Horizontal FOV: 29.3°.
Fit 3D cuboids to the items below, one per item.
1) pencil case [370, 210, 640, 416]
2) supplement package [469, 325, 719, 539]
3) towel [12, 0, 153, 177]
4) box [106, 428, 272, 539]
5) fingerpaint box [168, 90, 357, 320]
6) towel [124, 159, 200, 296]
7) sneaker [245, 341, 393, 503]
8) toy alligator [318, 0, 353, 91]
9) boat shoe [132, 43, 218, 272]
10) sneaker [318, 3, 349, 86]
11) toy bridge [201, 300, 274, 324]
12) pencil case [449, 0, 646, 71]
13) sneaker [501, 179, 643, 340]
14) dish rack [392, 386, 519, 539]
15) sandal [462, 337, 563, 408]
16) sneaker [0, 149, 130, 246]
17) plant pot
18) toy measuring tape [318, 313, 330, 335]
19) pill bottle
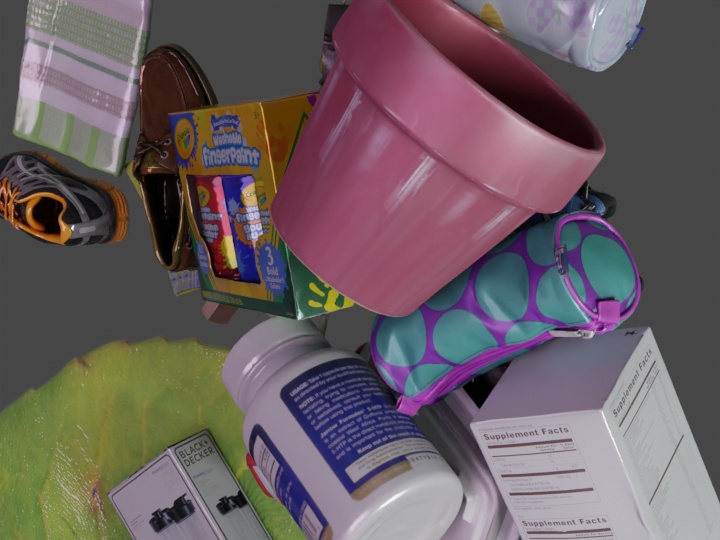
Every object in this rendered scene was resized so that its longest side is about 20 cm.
[{"bbox_3d":[0.100,0.032,0.999,0.200,0.085,0.093,-29,52,41],"label":"pencil case"},{"bbox_3d":[0.182,0.158,1.016,0.109,0.114,0.201,-11,113,36],"label":"supplement package"},{"bbox_3d":[-0.265,-0.204,1.297,0.149,0.031,0.201,23,110,29],"label":"towel"},{"bbox_3d":[-0.150,0.271,1.345,0.117,0.060,0.201,-39,80,36],"label":"box"},{"bbox_3d":[-0.078,-0.055,1.115,0.200,0.073,0.168,8,110,62],"label":"fingerpaint box"},{"bbox_3d":[-0.126,-0.063,1.256,0.199,0.023,0.145,-16,94,37],"label":"towel"},{"bbox_3d":[-0.038,0.138,1.222,0.112,0.071,0.201,24,118,24],"label":"sneaker"},{"bbox_3d":[-0.003,-0.174,1.124,0.054,0.059,0.201,3,102,-12],"label":"toy alligator"},{"bbox_3d":[-0.163,-0.099,1.216,0.072,0.068,0.201,-8,98,38],"label":"boat shoe"},{"bbox_3d":[0.020,-0.110,1.075,0.105,0.075,0.202,0,92,-1],"label":"sneaker"},{"bbox_3d":[-0.078,0.076,1.213,0.067,0.027,0.200,-53,47,20],"label":"toy bridge"},{"bbox_3d":[0.112,-0.221,1.005,0.199,0.083,0.091,29,94,25],"label":"pencil case"},{"bbox_3d":[0.147,-0.050,1.046,0.089,0.079,0.201,-34,89,26],"label":"sneaker"},{"bbox_3d":[0.059,0.188,1.130,0.172,0.043,0.201,51,143,37],"label":"dish rack"},{"bbox_3d":[0.113,0.099,1.120,0.075,0.045,0.201,24,116,28],"label":"sandal"},{"bbox_3d":[-0.321,-0.069,1.358,0.199,0.077,0.079,13,112,33],"label":"sneaker"},{"bbox_3d":[0.037,-0.076,0.949,0.200,0.200,0.179,45,111,16],"label":"plant pot"},{"bbox_3d":[0.000,0.000,1.153,0.073,0.073,0.201,15,109,31],"label":"toy measuring tape"},{"bbox_3d":[-0.022,0.132,1.071,0.200,0.119,0.120,51,127,33],"label":"pill bottle"}]
